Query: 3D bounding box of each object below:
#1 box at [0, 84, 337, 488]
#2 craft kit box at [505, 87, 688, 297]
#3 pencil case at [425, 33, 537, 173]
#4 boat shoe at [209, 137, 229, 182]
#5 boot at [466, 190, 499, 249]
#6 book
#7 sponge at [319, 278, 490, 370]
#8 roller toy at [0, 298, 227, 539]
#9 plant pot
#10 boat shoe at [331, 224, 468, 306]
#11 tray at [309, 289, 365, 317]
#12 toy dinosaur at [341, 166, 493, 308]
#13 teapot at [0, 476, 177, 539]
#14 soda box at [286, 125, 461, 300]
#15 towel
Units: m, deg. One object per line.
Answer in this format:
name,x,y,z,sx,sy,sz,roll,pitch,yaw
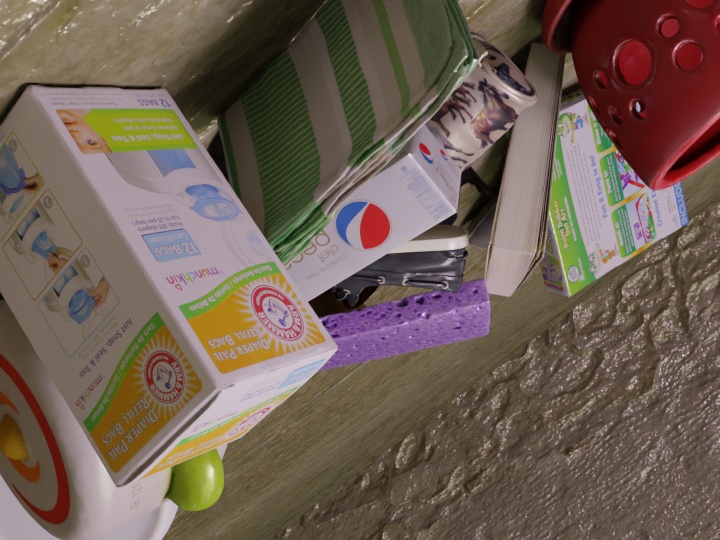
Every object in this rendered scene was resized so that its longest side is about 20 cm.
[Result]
box,-0.124,0.004,0.625,0.101,0.200,0.112,-43,163,30
craft kit box,0.266,-0.103,1.206,0.197,0.201,0.048,-29,-157,-28
pencil case,0.059,-0.110,0.916,0.089,0.078,0.200,2,142,-48
boat shoe,-0.074,-0.061,0.810,0.074,0.076,0.200,-28,173,-43
boot,0.230,-0.098,1.336,0.181,0.073,0.200,-11,153,-11
book,0.149,-0.090,1.018,0.048,0.201,0.134,10,163,2
sponge,0.026,0.057,1.054,0.199,0.030,0.112,-12,162,3
roller toy,-0.199,0.095,0.790,0.139,0.184,0.199,-26,-167,-37
plant pot,0.267,-0.196,0.900,0.200,0.183,0.201,-32,165,-10
boat shoe,0.000,-0.001,0.993,0.198,0.067,0.075,-5,-163,-1
tray,-0.082,0.065,1.105,0.099,0.037,0.200,-42,165,25
toy dinosaur,0.035,-0.044,1.080,0.181,0.105,0.200,-40,132,0
teapot,-0.254,0.169,0.979,0.198,0.199,0.146,-62,-164,16
soda box,-0.016,-0.038,0.888,0.199,0.064,0.068,-30,-156,26
towel,-0.018,-0.106,0.656,0.023,0.153,0.200,20,130,-36
